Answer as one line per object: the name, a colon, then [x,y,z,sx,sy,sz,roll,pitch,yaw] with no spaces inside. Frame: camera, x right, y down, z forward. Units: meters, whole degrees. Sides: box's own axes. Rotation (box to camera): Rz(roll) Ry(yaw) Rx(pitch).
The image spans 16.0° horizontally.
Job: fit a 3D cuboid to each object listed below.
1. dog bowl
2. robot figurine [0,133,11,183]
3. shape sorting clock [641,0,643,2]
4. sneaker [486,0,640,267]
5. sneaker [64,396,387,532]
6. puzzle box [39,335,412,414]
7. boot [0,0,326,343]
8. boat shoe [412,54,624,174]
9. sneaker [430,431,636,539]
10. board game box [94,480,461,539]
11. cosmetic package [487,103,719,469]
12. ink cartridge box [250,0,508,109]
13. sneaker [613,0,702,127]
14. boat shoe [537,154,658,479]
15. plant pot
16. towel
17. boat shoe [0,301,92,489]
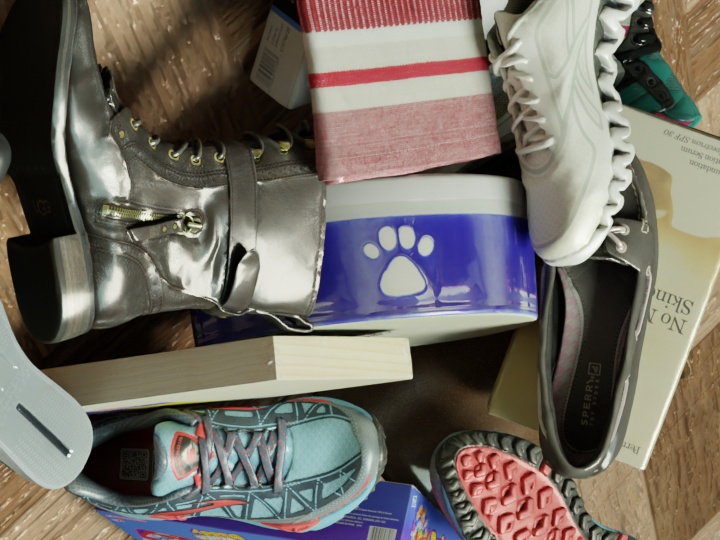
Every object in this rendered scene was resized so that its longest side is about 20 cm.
dog bowl: [0.000,0.000,1.458,0.200,0.200,0.079,5,78,-57]
robot figurine: [-0.248,-0.053,1.112,0.150,0.125,0.200,1,124,-59]
shape sorting clock: [0.142,-0.241,1.496,0.200,0.039,0.200,-16,112,-46]
sneaker: [0.104,-0.102,1.413,0.081,0.075,0.200,10,77,-34]
sneaker: [-0.085,0.116,1.486,0.096,0.200,0.079,15,69,-70]
puzzle box: [-0.089,0.060,1.438,0.133,0.200,0.025,2,81,-57]
boot: [-0.095,-0.057,1.303,0.174,0.069,0.200,-10,105,-34]
boat shoe: [0.061,-0.091,1.557,0.202,0.065,0.074,-31,173,15]
sneaker: [0.097,0.165,1.570,0.200,0.096,0.079,43,68,-32]
board game box: [-0.045,0.160,1.589,0.134,0.200,0.045,50,49,-62]
cosmetic package: [0.155,0.007,1.521,0.071,0.105,0.200,-31,139,-85]
ink cartridge box: [0.027,-0.163,1.467,0.200,0.039,0.099,-21,140,-44]
sneaker: [0.173,-0.141,1.600,0.200,0.121,0.084,-53,170,4]
boat shoe: [0.135,0.021,1.458,0.057,0.067,0.200,-44,139,-86]
plant pot: [0.074,0.054,1.652,0.198,0.200,0.200,-41,151,-3]
towel: [0.012,-0.151,1.365,0.144,0.023,0.200,-11,94,-50]
boat shoe: [-0.215,0.049,1.344,0.072,0.062,0.200,-58,138,-26]
